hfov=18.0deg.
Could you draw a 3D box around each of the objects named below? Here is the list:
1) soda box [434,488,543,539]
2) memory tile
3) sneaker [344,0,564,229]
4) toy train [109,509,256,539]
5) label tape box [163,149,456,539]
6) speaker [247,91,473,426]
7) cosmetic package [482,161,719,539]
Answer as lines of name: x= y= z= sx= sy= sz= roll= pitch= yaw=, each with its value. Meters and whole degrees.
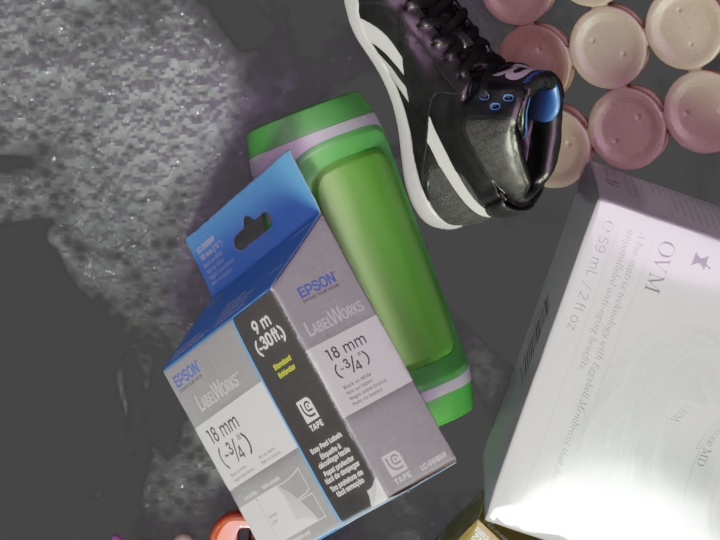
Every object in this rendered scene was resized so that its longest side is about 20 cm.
soda box: x=0.125 y=0.227 z=1.364 sx=0.200 sy=0.068 sz=0.064 roll=44 pitch=104 yaw=-2
memory tile: x=0.171 y=-0.138 z=1.337 sx=0.199 sy=0.017 sz=0.155 roll=-11 pitch=98 yaw=28
sneaker: x=0.064 y=-0.128 z=1.332 sx=0.073 sy=0.111 sz=0.202 roll=-26 pitch=101 yaw=-42
toy train: x=-0.094 y=0.228 z=1.374 sx=0.149 sy=0.056 sz=0.202 roll=8 pitch=91 yaw=0
label tape box: x=-0.047 y=0.054 z=1.312 sx=0.063 sy=0.144 sz=0.201 roll=-25 pitch=83 yaw=-37
speaker: x=0.000 y=0.000 z=1.353 sx=0.088 sy=0.088 sz=0.201 roll=-20 pitch=92 yaw=0
cosmetic package: x=0.195 y=0.070 z=1.322 sx=0.198 sy=0.123 sz=0.201 roll=18 pitch=103 yaw=-2
